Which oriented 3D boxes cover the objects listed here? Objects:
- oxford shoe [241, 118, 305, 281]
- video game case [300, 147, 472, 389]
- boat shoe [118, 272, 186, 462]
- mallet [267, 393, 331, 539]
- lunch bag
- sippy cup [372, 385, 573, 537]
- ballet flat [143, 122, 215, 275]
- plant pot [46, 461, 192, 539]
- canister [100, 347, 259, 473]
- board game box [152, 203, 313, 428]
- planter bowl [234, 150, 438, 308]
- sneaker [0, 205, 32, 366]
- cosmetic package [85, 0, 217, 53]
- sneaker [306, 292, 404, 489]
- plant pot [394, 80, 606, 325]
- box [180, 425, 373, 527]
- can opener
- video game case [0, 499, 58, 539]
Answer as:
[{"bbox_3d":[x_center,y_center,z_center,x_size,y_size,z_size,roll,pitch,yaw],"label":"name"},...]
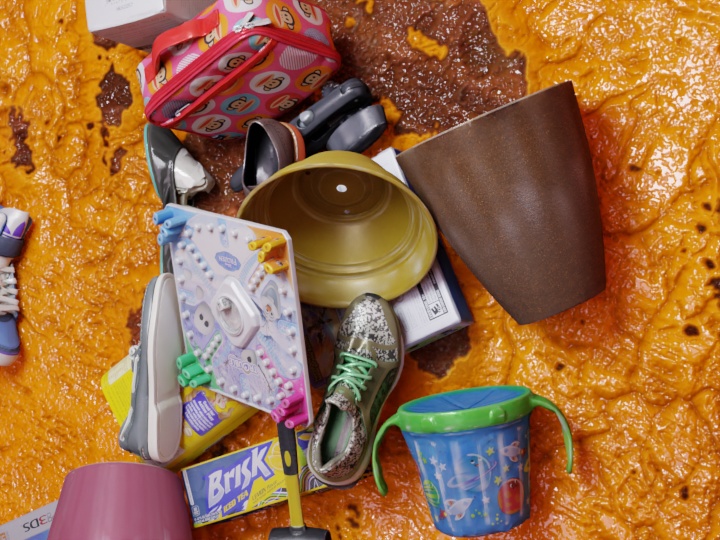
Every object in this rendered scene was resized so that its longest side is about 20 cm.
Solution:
[{"bbox_3d":[-0.097,-0.060,1.425,0.071,0.073,0.201,-8,82,24],"label":"oxford shoe"},{"bbox_3d":[0.000,0.000,1.448,0.181,0.045,0.200,-26,76,20],"label":"video game case"},{"bbox_3d":[-0.226,0.102,1.449,0.062,0.073,0.201,4,94,24],"label":"boat shoe"},{"bbox_3d":[-0.080,0.215,1.402,0.066,0.041,0.200,-9,107,14],"label":"mallet"},{"bbox_3d":[-0.139,-0.220,1.448,0.200,0.176,0.082,-31,62,36],"label":"lunch bag"},{"bbox_3d":[0.112,0.190,1.350,0.178,0.139,0.131,-5,94,43],"label":"sippy cup"},{"bbox_3d":[-0.197,-0.075,1.549,0.068,0.068,0.201,-6,94,15],"label":"ballet flat"},{"bbox_3d":[-0.255,0.308,1.447,0.200,0.200,0.179,-15,59,23],"label":"plant pot"},{"bbox_3d":[-0.178,0.117,1.509,0.200,0.087,0.149,-38,72,19],"label":"canister"},{"bbox_3d":[-0.130,0.045,1.354,0.200,0.026,0.201,14,117,45],"label":"board game box"},{"bbox_3d":[-0.021,-0.058,1.360,0.200,0.201,0.084,-18,41,23],"label":"planter bowl"},{"bbox_3d":[-0.440,-0.003,1.643,0.146,0.081,0.200,-46,64,19],"label":"sneaker"},{"bbox_3d":[-0.203,-0.282,1.487,0.101,0.200,0.074,-9,82,25],"label":"cosmetic package"},{"bbox_3d":[-0.007,0.120,1.353,0.077,0.089,0.201,11,85,9],"label":"sneaker"},{"bbox_3d":[0.158,-0.056,1.330,0.187,0.187,0.200,-22,92,22],"label":"plant pot"},{"bbox_3d":[-0.092,0.218,1.473,0.200,0.064,0.070,-21,77,23],"label":"box"},{"bbox_3d":[-0.064,-0.141,1.485,0.200,0.063,0.079,-29,52,22],"label":"can opener"},{"bbox_3d":[-0.323,0.363,1.581,0.181,0.045,0.200,-26,76,22],"label":"video game case"}]
